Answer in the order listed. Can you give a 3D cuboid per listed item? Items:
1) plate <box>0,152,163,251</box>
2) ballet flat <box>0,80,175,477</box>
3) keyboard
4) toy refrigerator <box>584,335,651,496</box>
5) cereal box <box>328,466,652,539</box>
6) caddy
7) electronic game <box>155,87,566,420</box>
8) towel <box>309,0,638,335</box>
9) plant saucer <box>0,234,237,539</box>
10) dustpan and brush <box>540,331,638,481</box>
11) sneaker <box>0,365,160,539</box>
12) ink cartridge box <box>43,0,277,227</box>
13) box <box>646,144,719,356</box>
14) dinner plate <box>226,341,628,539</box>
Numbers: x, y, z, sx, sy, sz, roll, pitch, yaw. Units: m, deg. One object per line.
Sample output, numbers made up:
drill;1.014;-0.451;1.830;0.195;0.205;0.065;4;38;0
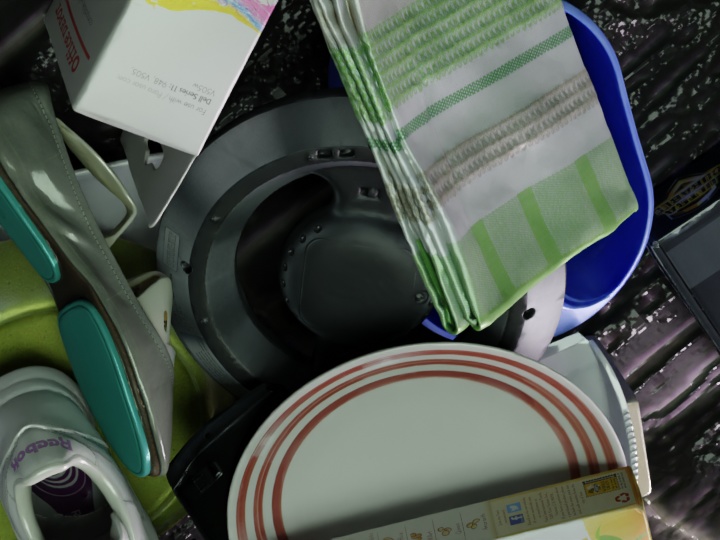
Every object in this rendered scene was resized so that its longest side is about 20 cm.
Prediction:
plate;-0.176;0.039;1.325;0.200;0.032;0.200;-10;119;-10
ballet flat;-0.124;0.001;1.243;0.064;0.067;0.200;-31;96;-25
keyboard;-0.050;0.144;1.327;0.104;0.040;0.200;-40;130;-15
toy refrigerator;0.048;0.107;1.397;0.200;0.076;0.070;-17;120;-7
cereal box;0.054;0.184;1.300;0.200;0.040;0.144;-13;123;2
caddy;0.065;-0.057;1.297;0.141;0.105;0.200;-22;120;-4
electronic game;0.000;0.000;1.261;0.200;0.042;0.200;2;124;4
towel;0.055;-0.090;1.183;0.149;0.031;0.200;-34;107;-40
plant saucer;-0.153;0.077;1.316;0.200;0.031;0.200;-7;119;-13
dustpan and brush;0.095;0.148;1.352;0.139;0.057;0.200;-24;121;-2
sneaker;-0.134;0.146;1.283;0.075;0.100;0.200;-27;123;-3
ink cartridge box;-0.088;-0.134;1.208;0.067;0.117;0.200;21;109;-23
box;0.266;-0.024;1.403;0.200;0.046;0.159;-34;120;4
dinner plate;0.033;0.114;1.290;0.200;0.024;0.200;-3;123;-5
